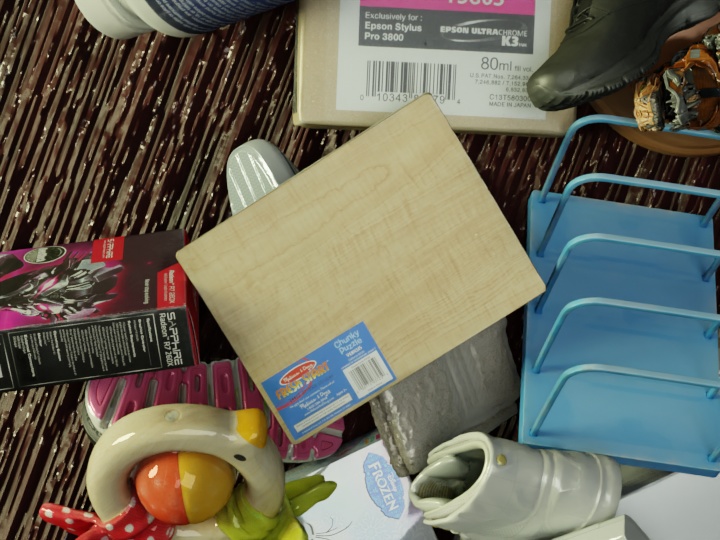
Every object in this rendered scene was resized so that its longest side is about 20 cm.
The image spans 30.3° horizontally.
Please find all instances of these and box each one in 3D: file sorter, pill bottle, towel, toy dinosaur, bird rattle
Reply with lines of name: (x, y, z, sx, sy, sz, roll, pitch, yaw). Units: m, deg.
file sorter: (0.188, 0.014, 0.892, 0.137, 0.123, 0.202, 8, 60, -2)
pill bottle: (-0.094, -0.216, 0.861, 0.198, 0.111, 0.112, -12, 97, 34)
towel: (0.041, 0.033, 0.937, 0.132, 0.034, 0.202, -29, 99, -40)
toy dinosaur: (0.263, -0.140, 0.887, 0.200, 0.135, 0.103, -50, 128, -28)
bird rattle: (-0.117, 0.146, 0.877, 0.197, 0.113, 0.164, 3, 130, 8)

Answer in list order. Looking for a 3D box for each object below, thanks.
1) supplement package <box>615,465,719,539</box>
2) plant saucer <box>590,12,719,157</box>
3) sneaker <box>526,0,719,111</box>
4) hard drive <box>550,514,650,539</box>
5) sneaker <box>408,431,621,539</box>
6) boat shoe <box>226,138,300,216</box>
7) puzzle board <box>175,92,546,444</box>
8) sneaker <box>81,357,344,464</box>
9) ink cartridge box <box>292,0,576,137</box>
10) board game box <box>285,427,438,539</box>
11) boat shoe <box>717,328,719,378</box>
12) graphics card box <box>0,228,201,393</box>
supplement package: (0.260, 0.193, 0.966, 0.198, 0.111, 0.157, -23, 96, -3)
plant saucer: (0.249, -0.184, 0.972, 0.197, 0.037, 0.203, 0, 95, -5)
sneaker: (0.172, -0.178, 0.891, 0.200, 0.076, 0.091, -40, 103, -28)
hard drive: (0.125, 0.241, 0.892, 0.199, 0.026, 0.132, -27, 117, 30)
sneaker: (0.079, 0.159, 0.909, 0.114, 0.200, 0.074, 15, 58, -16)
boat shoe: (-0.031, -0.003, 0.953, 0.062, 0.072, 0.202, -29, 97, -40)
puzzle board: (0.000, 0.000, 0.877, 0.199, 0.017, 0.152, -32, 95, 5)
sneaker: (-0.109, 0.104, 0.947, 0.198, 0.087, 0.075, 7, 68, -28)
ink cartridge box: (0.053, -0.180, 0.935, 0.197, 0.075, 0.167, 1, 96, -5)
board game box: (-0.028, 0.247, 0.976, 0.197, 0.043, 0.202, -24, 96, -2)
boat shoe: (0.239, 0.061, 0.973, 0.197, 0.071, 0.065, -6, 96, -4)
graphics card box: (-0.209, 0.028, 0.899, 0.197, 0.126, 0.051, -8, 117, -4)
